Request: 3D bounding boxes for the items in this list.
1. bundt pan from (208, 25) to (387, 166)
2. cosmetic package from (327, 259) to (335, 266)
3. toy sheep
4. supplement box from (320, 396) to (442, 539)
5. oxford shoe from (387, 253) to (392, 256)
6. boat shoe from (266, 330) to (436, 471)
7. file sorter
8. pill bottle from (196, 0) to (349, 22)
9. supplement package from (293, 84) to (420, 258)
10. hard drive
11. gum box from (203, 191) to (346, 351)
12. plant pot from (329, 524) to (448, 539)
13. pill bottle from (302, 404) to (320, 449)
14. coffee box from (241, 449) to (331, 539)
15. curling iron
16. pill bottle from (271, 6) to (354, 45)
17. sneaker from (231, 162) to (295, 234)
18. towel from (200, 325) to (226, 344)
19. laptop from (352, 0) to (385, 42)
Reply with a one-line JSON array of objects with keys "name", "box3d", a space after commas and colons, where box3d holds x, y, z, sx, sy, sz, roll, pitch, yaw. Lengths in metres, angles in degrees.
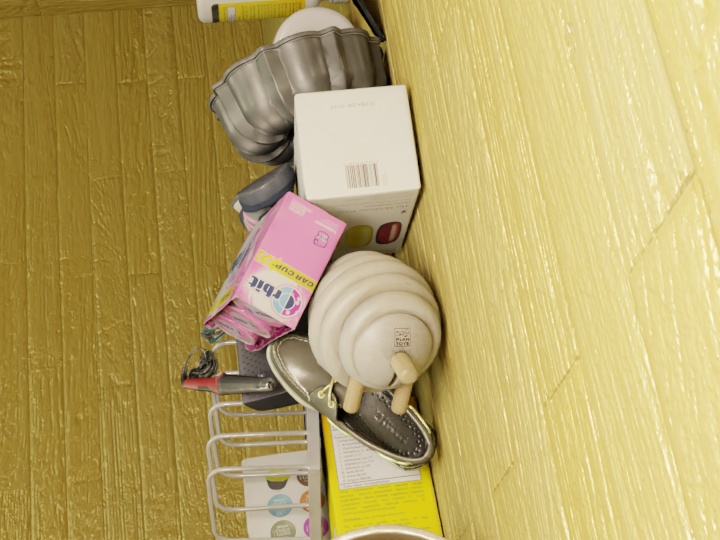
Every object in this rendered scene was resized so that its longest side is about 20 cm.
[{"name": "bundt pan", "box3d": [-0.058, -0.174, 1.220, 0.202, 0.200, 0.076, 106, 146, -73]}, {"name": "cosmetic package", "box3d": [-0.017, -0.002, 1.501, 0.200, 0.071, 0.106, 116, 148, -77]}, {"name": "toy sheep", "box3d": [0.014, 0.054, 1.053, 0.200, 0.137, 0.139, -133, 35, -56]}, {"name": "supplement box", "box3d": [0.020, 0.253, 1.226, 0.110, 0.108, 0.201, 93, 170, -54]}, {"name": "oxford shoe", "box3d": [0.000, 0.000, 1.344, 0.071, 0.072, 0.202, -137, 43, -81]}, {"name": "boat shoe", "box3d": [-0.008, 0.126, 1.136, 0.072, 0.201, 0.060, -52, -4, -10]}, {"name": "file sorter", "box3d": [-0.106, 0.190, 1.280, 0.201, 0.123, 0.139, -95, 4, -48]}, {"name": "pill bottle", "box3d": [-0.116, -0.384, 1.476, 0.112, 0.198, 0.113, 175, 90, -83]}, {"name": "supplement package", "box3d": [-0.009, -0.094, 1.168, 0.200, 0.113, 0.110, 100, 164, -73]}, {"name": "hard drive", "box3d": [-0.036, 0.075, 1.234, 0.135, 0.199, 0.042, -104, -10, -46]}, {"name": "gum box", "box3d": [-0.091, 0.007, 1.133, 0.114, 0.066, 0.200, -64, 11, -17]}, {"name": "plant pot", "box3d": [0.033, 0.337, 0.955, 0.184, 0.199, 0.202, 72, -173, -60]}, {"name": "pill bottle", "box3d": [-0.017, 0.185, 1.467, 0.116, 0.115, 0.201, -104, 11, -53]}, {"name": "coffee box", "box3d": [-0.035, 0.350, 1.396, 0.201, 0.198, 0.199, 90, 171, -50]}, {"name": "curling iron", "box3d": [-0.145, 0.112, 1.217, 0.200, 0.025, 0.050, 2, 70, 59]}, {"name": "pill bottle", "box3d": [-0.063, -0.275, 1.487, 0.200, 0.112, 0.114, -138, 43, -81]}, {"name": "sneaker", "box3d": [-0.090, -0.062, 1.225, 0.082, 0.070, 0.200, 58, 173, -3]}, {"name": "towel", "box3d": [-0.115, 0.010, 1.370, 0.022, 0.200, 0.147, 44, 168, -5]}, {"name": "laptop", "box3d": [0.006, -0.384, 1.251, 0.201, 0.115, 0.188, 56, -173, -26]}]
